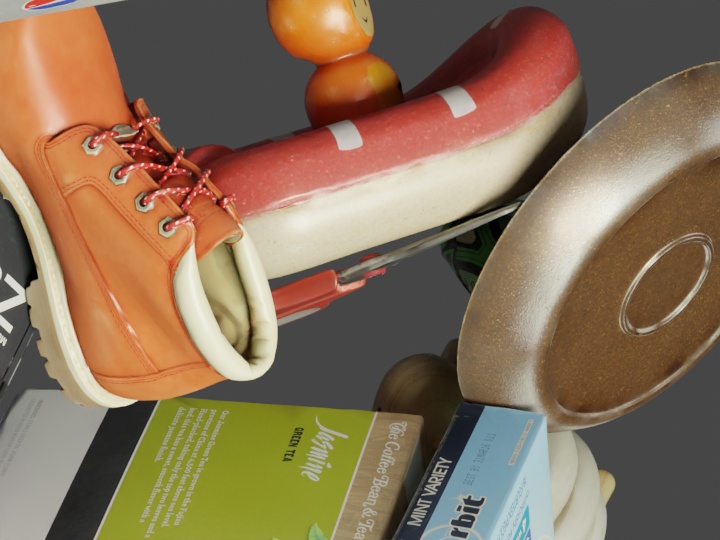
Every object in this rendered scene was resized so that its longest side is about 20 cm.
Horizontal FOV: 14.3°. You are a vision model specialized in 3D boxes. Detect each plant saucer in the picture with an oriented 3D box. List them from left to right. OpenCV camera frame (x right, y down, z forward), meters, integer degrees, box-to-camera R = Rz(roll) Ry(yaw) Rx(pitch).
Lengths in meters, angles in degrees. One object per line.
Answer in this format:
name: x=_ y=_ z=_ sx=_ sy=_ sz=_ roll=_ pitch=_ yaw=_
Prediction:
plant saucer: x=0.127 y=-0.001 z=1.277 sx=0.200 sy=0.032 sz=0.201 roll=-30 pitch=145 yaw=-24

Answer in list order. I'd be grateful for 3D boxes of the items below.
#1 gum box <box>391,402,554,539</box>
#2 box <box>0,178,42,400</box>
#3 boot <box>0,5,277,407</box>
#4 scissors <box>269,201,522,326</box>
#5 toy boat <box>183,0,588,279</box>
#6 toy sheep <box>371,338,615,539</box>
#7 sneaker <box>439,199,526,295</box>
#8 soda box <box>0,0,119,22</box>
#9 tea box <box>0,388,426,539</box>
gum box: x=0.044 y=0.189 z=1.249 sx=0.044 sy=0.170 sz=0.201 roll=8 pitch=127 yaw=18
box: x=-0.203 y=-0.037 z=1.163 sx=0.200 sy=0.049 sz=0.162 roll=47 pitch=56 yaw=-37
boot: x=-0.095 y=-0.041 z=1.175 sx=0.075 sy=0.107 sz=0.201 roll=-34 pitch=113 yaw=-43
scissors: x=0.000 y=0.000 z=1.278 sx=0.200 sy=0.014 sz=0.073 roll=-22 pitch=170 yaw=28
toy boat: x=-0.002 y=-0.079 z=1.263 sx=0.199 sy=0.130 sz=0.131 roll=-18 pitch=95 yaw=-17
toy sheep: x=0.059 y=0.119 z=1.386 sx=0.138 sy=0.138 sz=0.200 roll=-34 pitch=123 yaw=-6
sneaker: x=0.113 y=0.001 z=1.373 sx=0.078 sy=0.085 sz=0.200 roll=-52 pitch=147 yaw=12
soda box: x=-0.093 y=-0.143 z=1.132 sx=0.199 sy=0.068 sz=0.064 roll=-14 pitch=86 yaw=-28
tea box: x=-0.071 y=0.175 z=1.295 sx=0.196 sy=0.134 sz=0.201 roll=4 pitch=122 yaw=12
